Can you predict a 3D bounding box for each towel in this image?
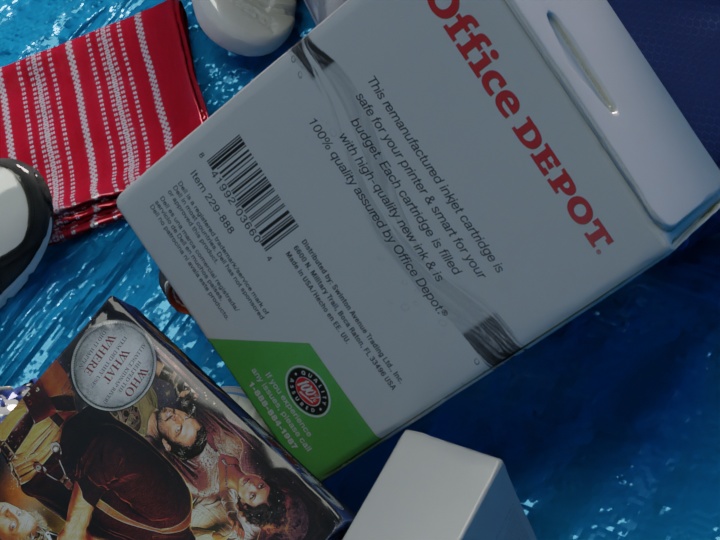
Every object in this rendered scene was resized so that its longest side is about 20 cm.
[{"bbox_3d":[-0.176,-0.068,0.997,0.199,0.023,0.145,-20,48,6],"label":"towel"}]

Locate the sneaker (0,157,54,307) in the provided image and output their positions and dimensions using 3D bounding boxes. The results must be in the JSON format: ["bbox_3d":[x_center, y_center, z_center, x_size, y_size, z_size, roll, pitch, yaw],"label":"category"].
[{"bbox_3d":[-0.243,0.005,0.914,0.199,0.080,0.074,-28,80,2],"label":"sneaker"}]

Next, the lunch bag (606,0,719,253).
[{"bbox_3d":[0.142,-0.106,0.796,0.132,0.136,0.201,-33,91,-5],"label":"lunch bag"}]

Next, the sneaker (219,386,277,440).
[{"bbox_3d":[-0.106,0.128,0.793,0.200,0.072,0.072,-42,77,1],"label":"sneaker"}]

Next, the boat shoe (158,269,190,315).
[{"bbox_3d":[0.000,0.000,0.845,0.198,0.071,0.063,-6,53,11],"label":"boat shoe"}]

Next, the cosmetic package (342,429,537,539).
[{"bbox_3d":[0.000,0.167,0.699,0.050,0.083,0.201,14,58,32],"label":"cosmetic package"}]

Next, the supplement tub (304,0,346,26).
[{"bbox_3d":[0.009,-0.199,0.963,0.122,0.123,0.201,-25,48,0],"label":"supplement tub"}]

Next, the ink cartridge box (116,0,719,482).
[{"bbox_3d":[0.023,-0.030,0.734,0.200,0.146,0.084,-35,-1,34],"label":"ink cartridge box"}]

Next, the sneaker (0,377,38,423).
[{"bbox_3d":[-0.182,0.078,0.818,0.199,0.089,0.075,-32,10,-15],"label":"sneaker"}]

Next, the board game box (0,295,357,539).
[{"bbox_3d":[-0.113,0.130,0.738,0.135,0.035,0.200,40,90,17],"label":"board game box"}]

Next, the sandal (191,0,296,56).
[{"bbox_3d":[-0.079,-0.195,1.040,0.050,0.082,0.204,-47,34,42],"label":"sandal"}]
